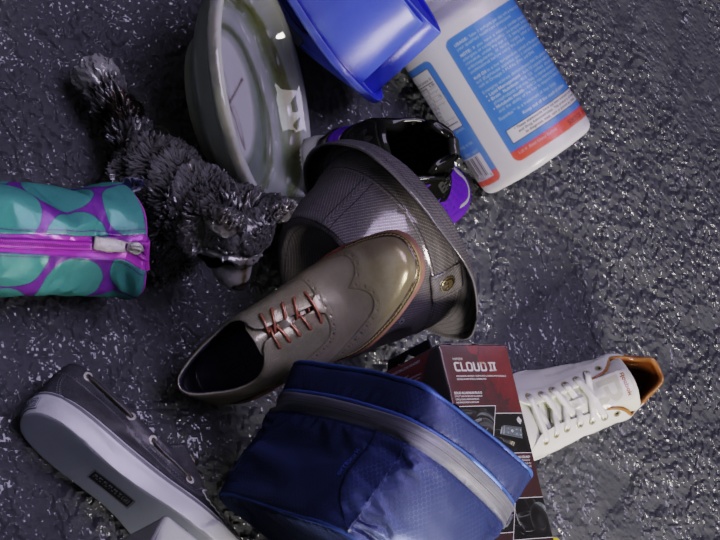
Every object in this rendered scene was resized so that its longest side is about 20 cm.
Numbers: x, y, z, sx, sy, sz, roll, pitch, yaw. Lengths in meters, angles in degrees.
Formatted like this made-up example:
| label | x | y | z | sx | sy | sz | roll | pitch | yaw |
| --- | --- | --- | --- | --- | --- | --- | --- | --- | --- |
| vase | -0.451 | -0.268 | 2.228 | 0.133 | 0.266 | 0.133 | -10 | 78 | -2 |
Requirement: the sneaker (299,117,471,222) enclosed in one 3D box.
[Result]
| label | x | y | z | sx | sy | sz | roll | pitch | yaw |
| --- | --- | --- | --- | --- | --- | --- | --- | --- | --- |
| sneaker | 0.048 | -0.080 | 1.577 | 0.199 | 0.099 | 0.070 | 11 | 61 | -52 |

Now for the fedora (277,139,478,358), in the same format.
| label | x | y | z | sx | sy | sz | roll | pitch | yaw |
| --- | --- | --- | --- | --- | --- | --- | --- | --- | --- |
| fedora | 0.000 | 0.000 | 1.463 | 0.176 | 0.201 | 0.090 | 38 | 63 | 23 |

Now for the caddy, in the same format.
| label | x | y | z | sx | sy | sz | roll | pitch | yaw |
| --- | --- | --- | --- | --- | --- | --- | --- | --- | --- |
| caddy | -0.025 | -0.231 | 1.585 | 0.201 | 0.105 | 0.141 | 57 | 14 | 9 |

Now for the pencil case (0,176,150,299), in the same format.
| label | x | y | z | sx | sy | sz | roll | pitch | yaw |
| --- | --- | --- | --- | --- | --- | --- | --- | --- | --- |
| pencil case | -0.235 | -0.021 | 1.306 | 0.199 | 0.092 | 0.086 | -2 | 94 | -41 |

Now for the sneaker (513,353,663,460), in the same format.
| label | x | y | z | sx | sy | sz | roll | pitch | yaw |
| --- | --- | --- | --- | --- | --- | --- | --- | --- | --- |
| sneaker | 0.177 | 0.104 | 1.627 | 0.199 | 0.084 | 0.073 | -19 | 84 | -44 |

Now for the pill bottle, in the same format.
| label | x | y | z | sx | sy | sz | roll | pitch | yaw |
| --- | --- | --- | --- | --- | --- | --- | --- | --- | --- |
| pill bottle | 0.102 | -0.178 | 1.682 | 0.112 | 0.112 | 0.201 | -37 | 96 | -46 |

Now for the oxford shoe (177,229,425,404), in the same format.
| label | x | y | z | sx | sy | sz | roll | pitch | yaw |
| --- | --- | --- | --- | --- | --- | --- | --- | --- | --- |
| oxford shoe | -0.042 | 0.040 | 1.367 | 0.071 | 0.199 | 0.074 | 57 | 20 | 8 |

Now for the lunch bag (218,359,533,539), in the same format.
| label | x | y | z | sx | sy | sz | roll | pitch | yaw |
| --- | --- | --- | --- | --- | --- | --- | --- | --- | --- |
| lunch bag | 0.010 | 0.137 | 1.312 | 0.136 | 0.199 | 0.133 | 43 | 70 | -31 |

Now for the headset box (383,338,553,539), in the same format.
| label | x | y | z | sx | sy | sz | roll | pitch | yaw |
| --- | --- | --- | --- | --- | --- | --- | --- | --- | --- |
| headset box | 0.053 | 0.154 | 1.440 | 0.077 | 0.148 | 0.202 | 4 | 66 | -42 |

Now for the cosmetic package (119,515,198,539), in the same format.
| label | x | y | z | sx | sy | sz | roll | pitch | yaw |
| --- | --- | --- | --- | --- | --- | --- | --- | --- | --- |
| cosmetic package | -0.119 | 0.275 | 1.182 | 0.199 | 0.199 | 0.124 | 41 | 47 | -20 |

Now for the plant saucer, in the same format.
| label | x | y | z | sx | sy | sz | roll | pitch | yaw |
| --- | --- | --- | --- | --- | --- | --- | --- | --- | --- |
| plant saucer | -0.092 | -0.132 | 1.491 | 0.200 | 0.050 | 0.203 | -9 | 90 | -73 |

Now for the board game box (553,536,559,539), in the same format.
| label | x | y | z | sx | sy | sz | roll | pitch | yaw |
| --- | --- | --- | --- | --- | --- | --- | --- | --- | --- |
| board game box | 0.123 | 0.297 | 1.519 | 0.095 | 0.030 | 0.202 | 21 | 59 | -34 |

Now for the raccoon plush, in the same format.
| label | x | y | z | sx | sy | sz | roll | pitch | yaw |
| --- | --- | --- | --- | --- | --- | --- | --- | --- | --- |
| raccoon plush | -0.135 | -0.074 | 1.386 | 0.097 | 0.134 | 0.201 | -39 | 98 | -37 |

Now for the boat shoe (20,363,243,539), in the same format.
| label | x | y | z | sx | sy | sz | roll | pitch | yaw |
| --- | --- | --- | --- | --- | --- | --- | --- | --- | --- |
| boat shoe | -0.142 | 0.140 | 1.333 | 0.200 | 0.070 | 0.066 | 40 | 48 | -10 |
